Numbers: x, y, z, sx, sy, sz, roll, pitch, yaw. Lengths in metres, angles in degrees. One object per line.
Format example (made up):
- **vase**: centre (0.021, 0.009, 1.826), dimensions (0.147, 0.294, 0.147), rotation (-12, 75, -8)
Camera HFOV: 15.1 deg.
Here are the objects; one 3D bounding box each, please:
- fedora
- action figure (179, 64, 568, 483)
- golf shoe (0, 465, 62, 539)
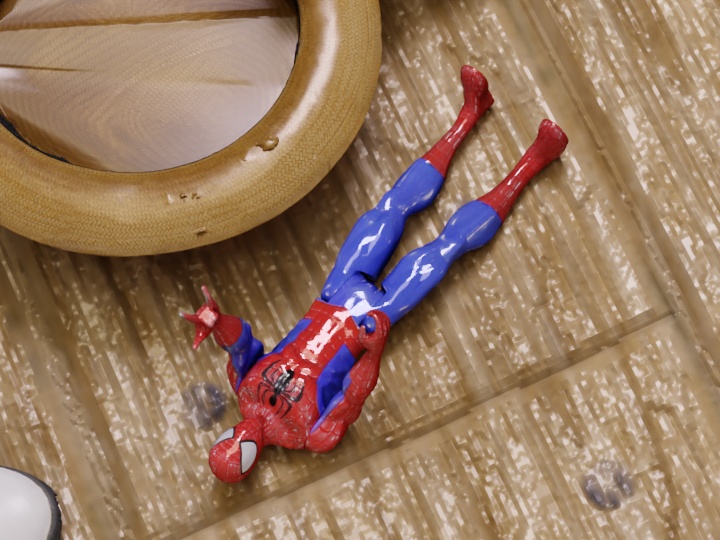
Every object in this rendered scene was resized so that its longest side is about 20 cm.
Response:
- **fedora**: centre (-0.087, -0.084, 1.138), dimensions (0.200, 0.082, 0.201), rotation (-2, 71, 6)
- **action figure**: centre (0.000, 0.000, 1.095), dimensions (0.065, 0.099, 0.200), rotation (35, 81, 17)
- **golf shoe**: centre (-0.213, 0.112, 1.068), dimensions (0.200, 0.095, 0.078), rotation (-12, 68, -14)
